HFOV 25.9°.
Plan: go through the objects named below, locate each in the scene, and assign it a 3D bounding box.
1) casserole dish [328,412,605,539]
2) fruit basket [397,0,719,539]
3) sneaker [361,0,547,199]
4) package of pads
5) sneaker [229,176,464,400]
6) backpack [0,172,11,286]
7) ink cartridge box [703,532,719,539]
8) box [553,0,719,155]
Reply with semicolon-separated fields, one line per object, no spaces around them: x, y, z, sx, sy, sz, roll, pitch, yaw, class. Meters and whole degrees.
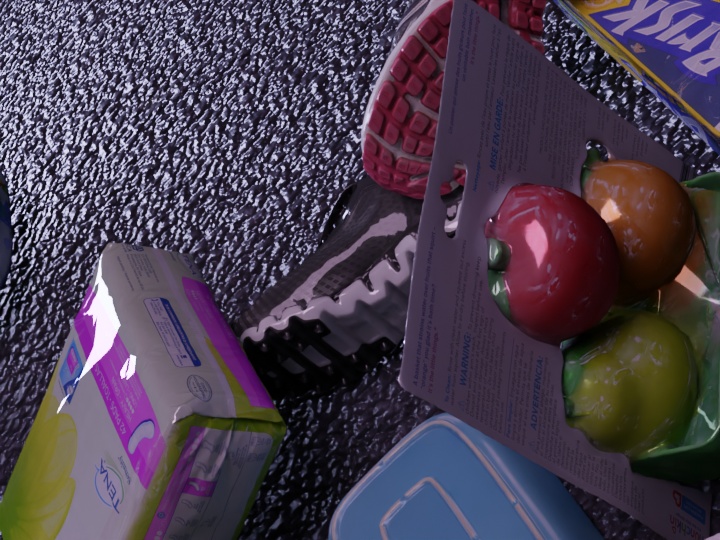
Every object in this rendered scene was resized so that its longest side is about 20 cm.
0.050;0.144;0.727;0.121;0.039;0.200;-45;44;9;casserole dish
0.091;0.007;0.667;0.094;0.200;0.186;-25;48;46;fruit basket
0.061;-0.130;0.805;0.200;0.081;0.075;-63;19;1;sneaker
-0.121;0.110;0.828;0.200;0.068;0.155;-65;36;25;package of pads
0.000;0.000;0.850;0.200;0.066;0.091;-31;43;17;sneaker
-0.349;-0.010;1.083;0.200;0.147;0.183;-34;48;15;backpack
0.183;0.176;0.570;0.176;0.045;0.200;-29;46;12;ink cartridge box
0.164;-0.123;0.789;0.070;0.064;0.200;-44;42;9;box
